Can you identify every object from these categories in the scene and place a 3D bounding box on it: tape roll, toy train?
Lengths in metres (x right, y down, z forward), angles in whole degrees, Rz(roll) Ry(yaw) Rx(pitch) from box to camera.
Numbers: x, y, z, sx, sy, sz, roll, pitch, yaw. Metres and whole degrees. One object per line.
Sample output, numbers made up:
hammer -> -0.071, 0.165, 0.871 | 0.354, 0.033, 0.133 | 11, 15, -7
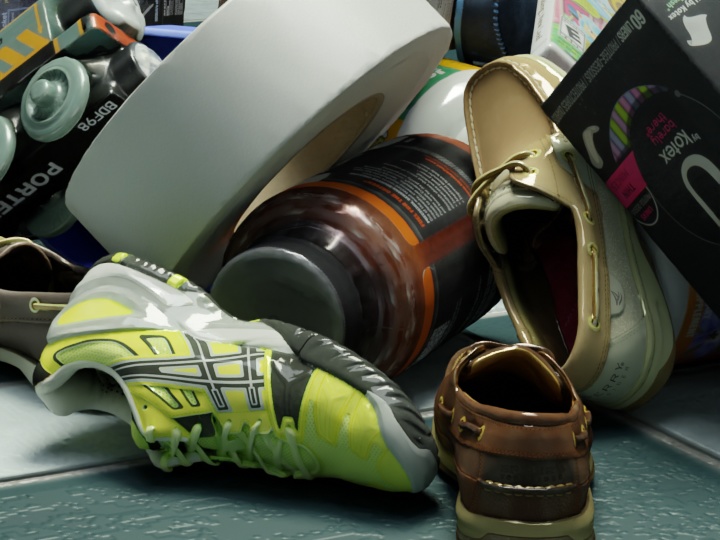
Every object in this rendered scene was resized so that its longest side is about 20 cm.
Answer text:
tape roll -> -0.049, -0.074, 1.334 | 0.071, 0.202, 0.202 | 46, 26, 7
toy train -> -0.187, -0.074, 1.441 | 0.085, 0.200, 0.114 | 30, 32, -45

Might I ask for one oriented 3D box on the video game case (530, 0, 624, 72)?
video game case -> 0.180, -0.100, 1.560 | 0.200, 0.022, 0.182 | 39, 27, -15

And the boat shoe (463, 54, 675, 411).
boat shoe -> 0.090, -0.026, 1.306 | 0.066, 0.074, 0.200 | 11, 46, -42

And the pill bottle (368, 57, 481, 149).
pill bottle -> 0.041, -0.067, 1.564 | 0.113, 0.113, 0.200 | -9, 19, -34

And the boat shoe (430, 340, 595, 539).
boat shoe -> 0.069, 0.063, 1.173 | 0.072, 0.068, 0.200 | 1, 15, -2

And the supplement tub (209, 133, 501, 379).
supplement tub -> 0.000, 0.000, 1.326 | 0.107, 0.107, 0.200 | 8, 16, 22

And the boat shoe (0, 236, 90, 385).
boat shoe -> -0.166, 0.015, 1.343 | 0.072, 0.060, 0.200 | -11, 19, -36

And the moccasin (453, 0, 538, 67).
moccasin -> 0.110, -0.135, 1.624 | 0.068, 0.081, 0.200 | 14, -10, 22

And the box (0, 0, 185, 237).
box -> -0.179, -0.121, 1.580 | 0.158, 0.200, 0.050 | -11, 23, -35

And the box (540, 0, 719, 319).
box -> 0.200, -0.051, 1.258 | 0.106, 0.200, 0.122 | -36, -9, -28

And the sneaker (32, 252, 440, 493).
sneaker -> -0.055, 0.063, 1.194 | 0.200, 0.075, 0.076 | 20, 59, 30

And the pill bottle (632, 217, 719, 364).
pill bottle -> 0.208, -0.015, 1.388 | 0.200, 0.112, 0.112 | -7, 17, -27

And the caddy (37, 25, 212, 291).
caddy -> -0.100, -0.065, 1.493 | 0.200, 0.142, 0.105 | 7, 13, 22

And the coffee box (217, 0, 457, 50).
coffee box -> -0.001, -0.171, 1.544 | 0.113, 0.080, 0.200 | 11, 8, 9
